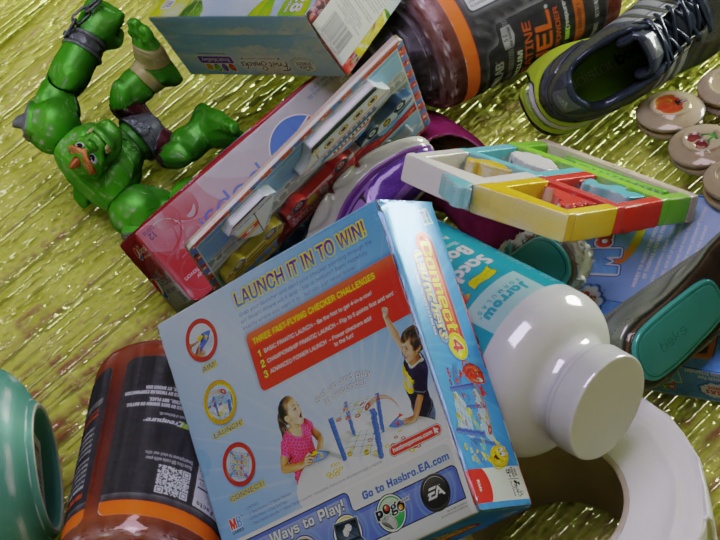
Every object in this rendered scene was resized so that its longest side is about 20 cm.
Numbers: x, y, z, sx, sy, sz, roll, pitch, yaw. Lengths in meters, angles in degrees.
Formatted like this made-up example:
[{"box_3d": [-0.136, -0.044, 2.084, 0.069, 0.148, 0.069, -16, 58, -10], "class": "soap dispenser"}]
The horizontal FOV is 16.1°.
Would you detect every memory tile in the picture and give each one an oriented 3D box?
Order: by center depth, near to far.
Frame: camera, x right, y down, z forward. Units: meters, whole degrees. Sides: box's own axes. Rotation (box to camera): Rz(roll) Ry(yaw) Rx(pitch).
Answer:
[{"box_3d": [0.294, -0.090, 1.768, 0.153, 0.017, 0.200, -19, 39, -13], "class": "memory tile"}]

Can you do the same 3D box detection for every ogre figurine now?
[{"box_3d": [-0.165, -0.097, 1.874, 0.120, 0.200, 0.098, -43, 7, -10], "class": "ogre figurine"}]

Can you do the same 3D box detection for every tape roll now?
[{"box_3d": [0.120, 0.165, 1.586, 0.202, 0.071, 0.203, -8, 47, 9], "class": "tape roll"}]

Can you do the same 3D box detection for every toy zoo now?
[{"box_3d": [0.118, -0.053, 1.680, 0.131, 0.021, 0.200, 22, 18, 32], "class": "toy zoo"}]

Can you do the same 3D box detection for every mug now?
[{"box_3d": [-0.254, 0.152, 1.662, 0.114, 0.186, 0.152, -10, 24, 3], "class": "mug"}]

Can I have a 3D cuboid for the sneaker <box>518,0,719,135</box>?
[{"box_3d": [0.211, -0.161, 1.827, 0.200, 0.074, 0.081, -36, 9, -9], "class": "sneaker"}]

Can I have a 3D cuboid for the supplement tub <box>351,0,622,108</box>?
[{"box_3d": [0.085, -0.186, 1.865, 0.200, 0.107, 0.107, -28, 48, -18], "class": "supplement tub"}]

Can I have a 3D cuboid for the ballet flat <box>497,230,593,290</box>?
[{"box_3d": [0.077, 0.034, 1.700, 0.200, 0.072, 0.072, -32, 43, 24], "class": "ballet flat"}]

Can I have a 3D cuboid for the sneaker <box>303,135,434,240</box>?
[{"box_3d": [0.000, 0.000, 1.759, 0.083, 0.081, 0.200, 32, 83, 19], "class": "sneaker"}]

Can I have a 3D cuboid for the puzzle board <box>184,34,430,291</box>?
[{"box_3d": [-0.031, -0.059, 1.745, 0.017, 0.151, 0.200, 42, 82, 18], "class": "puzzle board"}]

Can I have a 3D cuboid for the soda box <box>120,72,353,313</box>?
[{"box_3d": [-0.073, -0.060, 1.809, 0.200, 0.063, 0.070, -42, 95, -17], "class": "soda box"}]

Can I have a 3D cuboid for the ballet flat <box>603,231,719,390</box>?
[{"box_3d": [0.223, 0.010, 1.646, 0.200, 0.068, 0.064, -32, 19, -25], "class": "ballet flat"}]

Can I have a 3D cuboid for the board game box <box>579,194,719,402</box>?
[{"box_3d": [0.225, 0.016, 1.710, 0.199, 0.037, 0.152, 10, 53, 22], "class": "board game box"}]

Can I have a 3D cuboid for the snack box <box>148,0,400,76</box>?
[{"box_3d": [-0.032, -0.231, 1.849, 0.168, 0.068, 0.200, 6, 53, 45], "class": "snack box"}]

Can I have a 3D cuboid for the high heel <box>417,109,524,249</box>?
[{"box_3d": [0.070, -0.070, 1.786, 0.067, 0.096, 0.200, -21, 48, -3], "class": "high heel"}]

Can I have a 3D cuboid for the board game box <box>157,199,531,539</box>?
[{"box_3d": [-0.014, 0.086, 1.548, 0.200, 0.056, 0.196, -28, 72, 36], "class": "board game box"}]

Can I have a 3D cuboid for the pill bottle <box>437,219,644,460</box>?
[{"box_3d": [0.077, 0.044, 1.581, 0.200, 0.111, 0.111, 27, 61, 36], "class": "pill bottle"}]

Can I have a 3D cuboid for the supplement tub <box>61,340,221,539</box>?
[{"box_3d": [-0.134, 0.151, 1.632, 0.107, 0.107, 0.201, -3, 49, 13], "class": "supplement tub"}]
